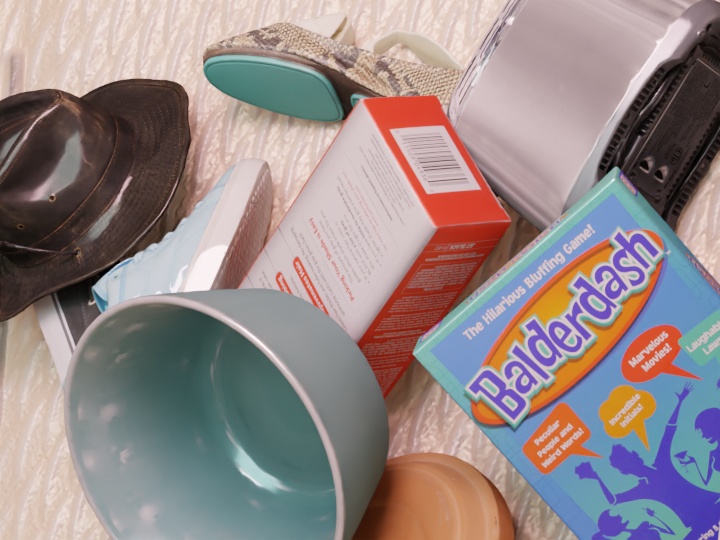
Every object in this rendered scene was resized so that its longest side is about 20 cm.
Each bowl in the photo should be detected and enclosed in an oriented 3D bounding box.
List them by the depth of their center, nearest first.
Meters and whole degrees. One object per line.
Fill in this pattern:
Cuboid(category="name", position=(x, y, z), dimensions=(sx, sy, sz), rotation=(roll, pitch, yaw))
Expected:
Cuboid(category="bowl", position=(-0.063, 0.090, 1.697), dimensions=(0.200, 0.105, 0.201), rotation=(17, 121, 31))

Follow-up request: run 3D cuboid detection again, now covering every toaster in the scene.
Cuboid(category="toaster", position=(0.143, -0.106, 1.710), dimensions=(0.129, 0.114, 0.200), rotation=(34, 96, 34))

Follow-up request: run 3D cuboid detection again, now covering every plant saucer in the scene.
Cuboid(category="plant saucer", position=(0.000, 0.188, 1.697), dimensions=(0.200, 0.032, 0.201), rotation=(-30, 36, 25))

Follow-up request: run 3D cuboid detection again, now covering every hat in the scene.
Cuboid(category="hat", position=(-0.204, -0.069, 1.878), dimensions=(0.200, 0.081, 0.201), rotation=(-29, 36, 24))

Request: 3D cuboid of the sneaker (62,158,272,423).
Cuboid(category="sneaker", position=(-0.121, 0.005, 1.812), dimensions=(0.082, 0.074, 0.200), rotation=(19, 60, 13))

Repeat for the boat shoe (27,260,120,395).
Cuboid(category="boat shoe", position=(-0.152, 0.064, 1.850), dimensions=(0.057, 0.069, 0.200), rotation=(-36, 59, 15))

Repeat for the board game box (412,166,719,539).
Cuboid(category="board game box", position=(0.151, 0.067, 1.635), dimensions=(0.152, 0.045, 0.200), rotation=(-42, 93, 12))

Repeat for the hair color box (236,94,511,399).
Cuboid(category="hair color box", position=(0.000, 0.000, 1.736), dimensions=(0.200, 0.061, 0.102), rotation=(-54, 53, 40))

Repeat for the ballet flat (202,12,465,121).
Cuboid(category="ballet flat", position=(0.000, -0.122, 1.831), dimensions=(0.200, 0.068, 0.075), rotation=(18, 63, 26))

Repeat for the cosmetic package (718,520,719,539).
Cuboid(category="cosmetic package", position=(0.283, 0.189, 1.512), dimensions=(0.199, 0.123, 0.200), rotation=(4, 77, 12))
